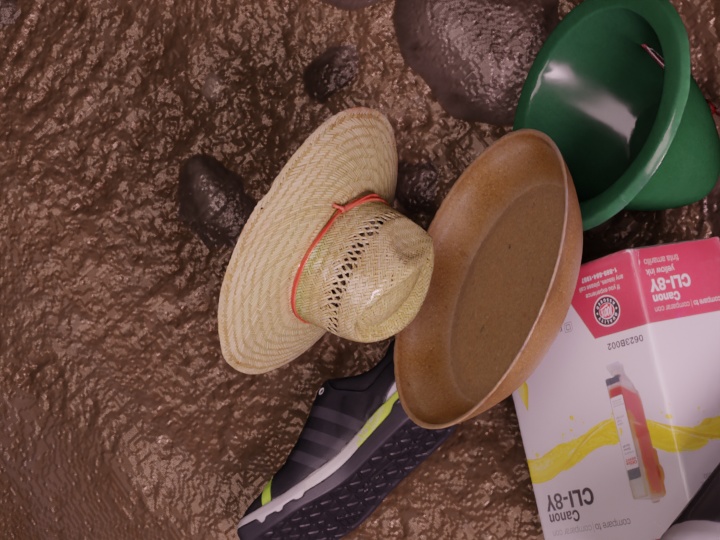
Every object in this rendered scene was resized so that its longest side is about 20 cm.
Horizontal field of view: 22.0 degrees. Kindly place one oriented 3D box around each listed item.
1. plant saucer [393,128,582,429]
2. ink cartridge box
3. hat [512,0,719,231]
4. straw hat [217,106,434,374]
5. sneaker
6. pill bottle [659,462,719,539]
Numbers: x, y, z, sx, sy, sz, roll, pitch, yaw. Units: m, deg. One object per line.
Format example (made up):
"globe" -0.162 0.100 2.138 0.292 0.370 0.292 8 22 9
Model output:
"plant saucer" 0.087 0.010 1.180 0.035 0.200 0.202 22 99 -22
"ink cartridge box" 0.175 0.095 1.180 0.145 0.083 0.202 -21 79 53
"hat" 0.222 -0.076 1.233 0.166 0.175 0.201 -55 34 24
"straw hat" 0.000 0.000 1.221 0.085 0.201 0.203 26 98 26
"sneaker" -0.011 0.121 1.307 0.199 0.072 0.083 -39 51 15
"pill bottle" 0.231 0.162 1.044 0.110 0.200 0.111 28 142 25
